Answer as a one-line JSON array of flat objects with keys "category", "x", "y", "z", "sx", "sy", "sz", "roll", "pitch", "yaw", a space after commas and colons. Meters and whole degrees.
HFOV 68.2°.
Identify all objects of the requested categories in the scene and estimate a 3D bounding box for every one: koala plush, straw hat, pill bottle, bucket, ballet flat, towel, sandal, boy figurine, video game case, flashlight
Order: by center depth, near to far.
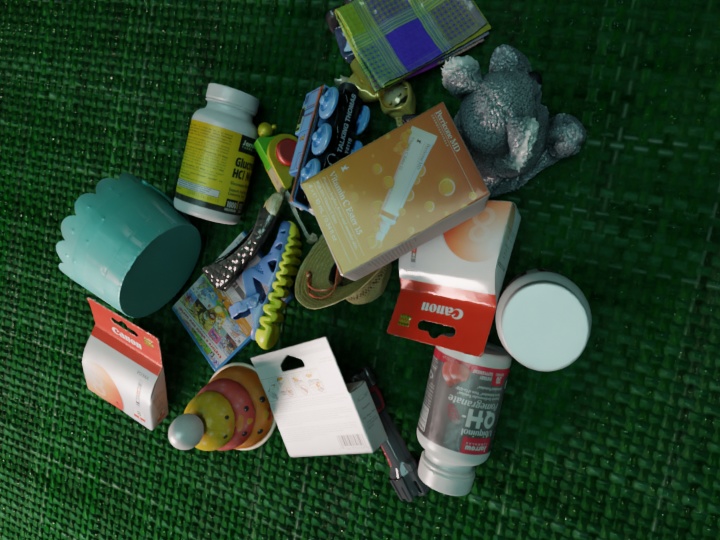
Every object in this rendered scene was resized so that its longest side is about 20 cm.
[{"category": "pill bottle", "x": 0.230, "y": 0.059, "z": 0.674, "sx": 0.111, "sy": 0.199, "sz": 0.118, "roll": 1, "pitch": 92, "yaw": 18}, {"category": "koala plush", "x": 0.178, "y": -0.188, "z": 0.683, "sx": 0.183, "sy": 0.199, "sz": 0.179, "roll": -40, "pitch": 81, "yaw": 15}, {"category": "pill bottle", "x": 0.140, "y": 0.202, "z": 0.755, "sx": 0.108, "sy": 0.110, "sz": 0.206, "roll": 13, "pitch": 96, "yaw": 17}, {"category": "towel", "x": 0.076, "y": -0.360, "z": 0.768, "sx": 0.196, "sy": 0.023, "sz": 0.146, "roll": -28, "pitch": 84, "yaw": -7}, {"category": "boy figurine", "x": 0.018, "y": -0.308, "z": 0.804, "sx": 0.122, "sy": 0.064, "sz": 0.204, "roll": -29, "pitch": 81, "yaw": 10}, {"category": "straw hat", "x": 0.000, "y": 0.000, "z": 0.805, "sx": 0.198, "sy": 0.204, "sz": 0.085, "roll": -30, "pitch": 125, "yaw": 17}, {"category": "flashlight", "x": 0.032, "y": 0.252, "z": 0.821, "sx": 0.067, "sy": 0.068, "sz": 0.204, "roll": -29, "pitch": 87, "yaw": 12}, {"category": "sandal", "x": -0.151, "y": 0.015, "z": 0.844, "sx": 0.085, "sy": 0.080, "sz": 0.205, "roll": 16, "pitch": 79, "yaw": 9}, {"category": "ballet flat", "x": -0.187, "y": -0.047, "z": 0.851, "sx": 0.056, "sy": 0.067, "sz": 0.201, "roll": 37, "pitch": 109, "yaw": -11}, {"category": "pill bottle", "x": -0.227, "y": -0.187, "z": 0.862, "sx": 0.110, "sy": 0.112, "sz": 0.206, "roll": 18, "pitch": 98, "yaw": 16}, {"category": "bucket", "x": -0.369, "y": -0.035, "z": 0.872, "sx": 0.133, "sy": 0.207, "sz": 0.210, "roll": 34, "pitch": 101, "yaw": 12}, {"category": "video game case", "x": -0.223, "y": 0.055, "z": 0.918, "sx": 0.199, "sy": 0.018, "sz": 0.144, "roll": -43, "pitch": 80, "yaw": 15}]

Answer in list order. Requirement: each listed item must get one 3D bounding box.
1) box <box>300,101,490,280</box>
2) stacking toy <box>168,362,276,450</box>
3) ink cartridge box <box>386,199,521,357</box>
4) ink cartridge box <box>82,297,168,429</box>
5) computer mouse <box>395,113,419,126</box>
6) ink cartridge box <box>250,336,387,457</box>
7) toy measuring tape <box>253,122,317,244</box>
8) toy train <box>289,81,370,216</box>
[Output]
[{"category": "box", "x": 0.044, "y": -0.091, "z": 0.663, "sx": 0.196, "sy": 0.097, "sz": 0.127, "roll": -28, "pitch": 82, "yaw": 6}, {"category": "stacking toy", "x": -0.228, "y": 0.235, "z": 0.830, "sx": 0.142, "sy": 0.199, "sz": 0.151, "roll": 1, "pitch": 93, "yaw": 18}, {"category": "ink cartridge box", "x": 0.117, "y": -0.001, "z": 0.733, "sx": 0.159, "sy": 0.050, "sz": 0.205, "roll": 9, "pitch": 72, "yaw": 39}, {"category": "ink cartridge box", "x": -0.409, "y": 0.164, "z": 0.911, "sx": 0.159, "sy": 0.050, "sz": 0.204, "roll": 25, "pitch": 133, "yaw": 16}, {"category": "computer mouse", "x": 0.030, "y": -0.158, "z": 0.776, "sx": 0.197, "sy": 0.045, "sz": 0.145, "roll": 4, "pitch": 84, "yaw": 46}, {"category": "ink cartridge box", "x": -0.069, "y": 0.192, "z": 0.809, "sx": 0.197, "sy": 0.043, "sz": 0.178, "roll": -20, "pitch": 92, "yaw": 42}, {"category": "toy measuring tape", "x": -0.103, "y": -0.147, "z": 0.853, "sx": 0.072, "sy": 0.074, "sz": 0.204, "roll": -27, "pitch": 96, "yaw": 16}, {"category": "toy train", "x": -0.052, "y": -0.176, "z": 0.785, "sx": 0.113, "sy": 0.085, "sz": 0.206, "roll": 1, "pitch": 75, "yaw": 56}]
